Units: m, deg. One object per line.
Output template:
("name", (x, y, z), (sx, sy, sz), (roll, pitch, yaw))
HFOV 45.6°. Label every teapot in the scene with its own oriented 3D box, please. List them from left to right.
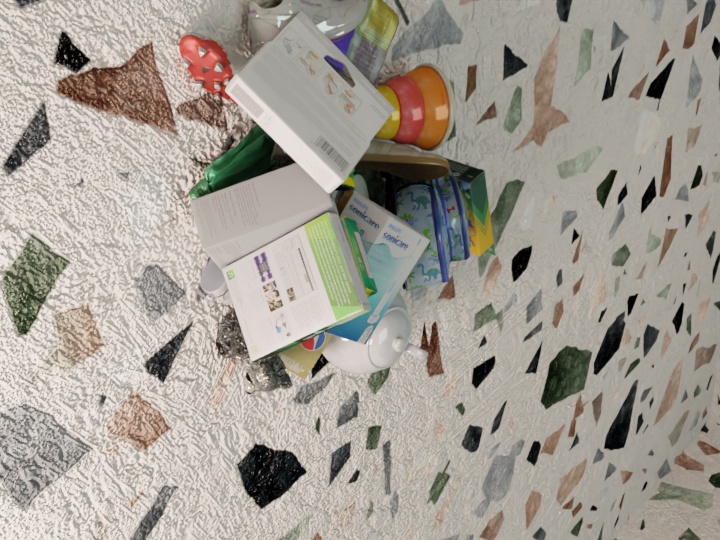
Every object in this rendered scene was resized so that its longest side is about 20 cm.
("teapot", (0.027, 0.111, 1.567), (0.198, 0.144, 0.201), (-31, 130, -37))

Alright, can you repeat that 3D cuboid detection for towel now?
("towel", (-0.015, -0.388, 1.372), (0.199, 0.023, 0.146), (25, 89, -52))

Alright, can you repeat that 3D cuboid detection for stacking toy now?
("stacking toy", (0.048, -0.269, 1.436), (0.196, 0.146, 0.149), (-10, 116, -31))

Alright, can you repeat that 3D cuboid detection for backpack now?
("backpack", (0.118, -0.077, 1.509), (0.202, 0.143, 0.186), (-90, 170, -52))

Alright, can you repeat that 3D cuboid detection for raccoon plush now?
("raccoon plush", (-0.151, 0.094, 1.360), (0.096, 0.133, 0.205), (1, 107, -47))

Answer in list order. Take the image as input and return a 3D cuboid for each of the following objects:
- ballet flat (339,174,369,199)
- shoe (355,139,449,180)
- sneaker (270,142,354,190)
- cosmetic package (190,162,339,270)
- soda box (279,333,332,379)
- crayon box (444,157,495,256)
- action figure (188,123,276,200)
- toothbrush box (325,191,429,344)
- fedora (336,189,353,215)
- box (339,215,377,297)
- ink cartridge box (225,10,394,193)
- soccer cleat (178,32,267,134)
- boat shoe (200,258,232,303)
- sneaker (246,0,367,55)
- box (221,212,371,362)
("ballet flat", (-0.013, -0.063, 1.498), (0.069, 0.069, 0.204), (9, 100, -50))
("shoe", (0.055, -0.194, 1.438), (0.070, 0.195, 0.055), (101, -5, -72))
("sneaker", (-0.073, -0.177, 1.327), (0.199, 0.076, 0.088), (7, 85, -63))
("cosmetic package", (-0.132, -0.080, 1.237), (0.196, 0.083, 0.113), (-21, 163, -2))
("soda box", (-0.071, 0.077, 1.453), (0.063, 0.068, 0.202), (31, 97, -18))
("crayon box", (0.191, -0.113, 1.661), (0.051, 0.124, 0.203), (-39, 134, -28))
("action figure", (-0.177, -0.158, 1.272), (0.199, 0.054, 0.120), (-41, 137, -34))
("toothbrush box", (0.000, 0.000, 1.330), (0.202, 0.085, 0.146), (-58, 148, 7))
("fedora", (-0.085, -0.056, 1.381), (0.203, 0.081, 0.201), (-59, 176, -7))
("box", (-0.080, 0.017, 1.258), (0.048, 0.197, 0.120), (17, 52, -62))
("ink cartridge box", (-0.065, -0.237, 1.196), (0.200, 0.045, 0.177), (44, 51, -12))
("soccer cleat", (-0.171, -0.276, 1.209), (0.199, 0.068, 0.087), (34, 50, -32))
("boat shoe", (-0.171, -0.040, 1.333), (0.201, 0.073, 0.065), (-51, 144, -4))
("sneaker", (-0.076, -0.378, 1.248), (0.197, 0.074, 0.102), (-25, 118, -25))
("box", (-0.093, 0.026, 1.216), (0.036, 0.197, 0.147), (1, 66, -63))
